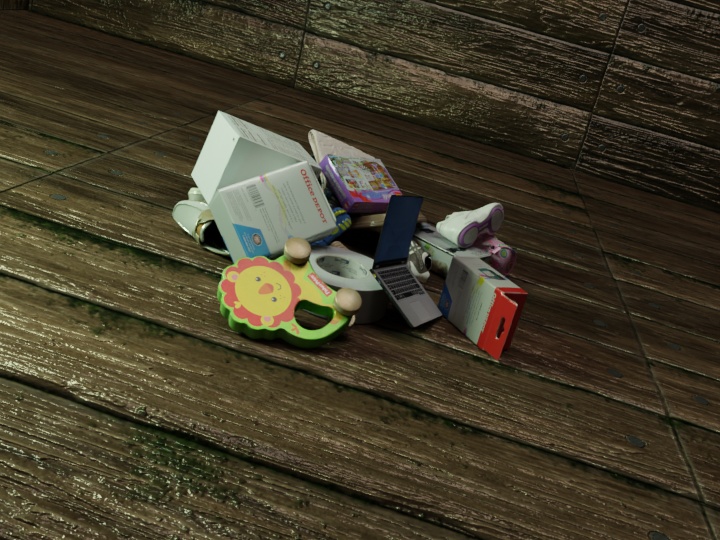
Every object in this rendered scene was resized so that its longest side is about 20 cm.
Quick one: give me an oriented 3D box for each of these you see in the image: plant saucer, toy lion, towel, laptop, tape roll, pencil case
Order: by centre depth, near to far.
[{"bbox_3d":[-0.124,0.049,1.275,0.200,0.069,0.191,43,53,15],"label":"toy lion"},{"bbox_3d":[0.103,-0.019,1.429,0.202,0.115,0.187,54,20,11],"label":"laptop"},{"bbox_3d":[-0.040,0.022,1.452,0.196,0.067,0.201,14,19,-5],"label":"tape roll"},{"bbox_3d":[0.055,-0.115,1.808,0.195,0.030,0.200,-7,3,0],"label":"plant saucer"},{"bbox_3d":[0.289,-0.056,1.864,0.086,0.089,0.200,6,21,-23],"label":"pencil case"},{"bbox_3d":[-0.027,-0.235,1.877,0.197,0.032,0.194,20,41,-36],"label":"towel"}]

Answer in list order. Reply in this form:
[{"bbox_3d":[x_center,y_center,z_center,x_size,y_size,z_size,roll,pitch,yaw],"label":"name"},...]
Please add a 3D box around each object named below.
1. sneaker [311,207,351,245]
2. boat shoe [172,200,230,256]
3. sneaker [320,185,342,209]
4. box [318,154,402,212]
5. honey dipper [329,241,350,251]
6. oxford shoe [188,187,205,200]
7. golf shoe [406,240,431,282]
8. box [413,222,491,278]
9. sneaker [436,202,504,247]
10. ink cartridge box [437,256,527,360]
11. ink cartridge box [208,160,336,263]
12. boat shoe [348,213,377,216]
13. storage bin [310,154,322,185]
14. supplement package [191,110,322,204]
[{"bbox_3d":[-0.097,-0.067,1.650,0.071,0.083,0.199,53,44,5],"label":"sneaker"},{"bbox_3d":[-0.292,-0.083,1.532,0.197,0.076,0.068,24,16,20],"label":"boat shoe"},{"bbox_3d":[-0.087,-0.149,1.791,0.073,0.086,0.200,-17,3,12],"label":"sneaker"},{"bbox_3d":[0.008,-0.197,1.809,0.198,0.039,0.138,-4,56,-50],"label":"box"},{"bbox_3d":[0.000,0.000,1.582,0.037,0.039,0.199,-1,28,-38],"label":"honey dipper"},{"bbox_3d":[-0.277,-0.117,1.667,0.197,0.059,0.075,19,-15,-33],"label":"oxford shoe"},{"bbox_3d":[0.105,-0.027,1.690,0.093,0.079,0.201,20,28,-9],"label":"golf shoe"},{"bbox_3d":[0.183,-0.040,1.782,0.198,0.061,0.115,30,25,34],"label":"box"},{"bbox_3d":[0.255,-0.118,1.809,0.099,0.076,0.198,24,33,38],"label":"sneaker"},{"bbox_3d":[0.233,0.067,1.456,0.066,0.118,0.200,2,24,-32],"label":"ink cartridge box"},{"bbox_3d":[-0.162,-0.103,1.481,0.197,0.147,0.084,-23,-5,-29],"label":"ink cartridge box"},{"bbox_3d":[0.008,-0.166,1.976,0.195,0.074,0.072,5,22,-8],"label":"boat shoe"},{"bbox_3d":[-0.149,-0.221,1.903,0.132,0.096,0.199,0,15,26],"label":"storage bin"},{"bbox_3d":[-0.214,-0.201,1.614,0.197,0.154,0.151,17,20,-35],"label":"supplement package"}]
